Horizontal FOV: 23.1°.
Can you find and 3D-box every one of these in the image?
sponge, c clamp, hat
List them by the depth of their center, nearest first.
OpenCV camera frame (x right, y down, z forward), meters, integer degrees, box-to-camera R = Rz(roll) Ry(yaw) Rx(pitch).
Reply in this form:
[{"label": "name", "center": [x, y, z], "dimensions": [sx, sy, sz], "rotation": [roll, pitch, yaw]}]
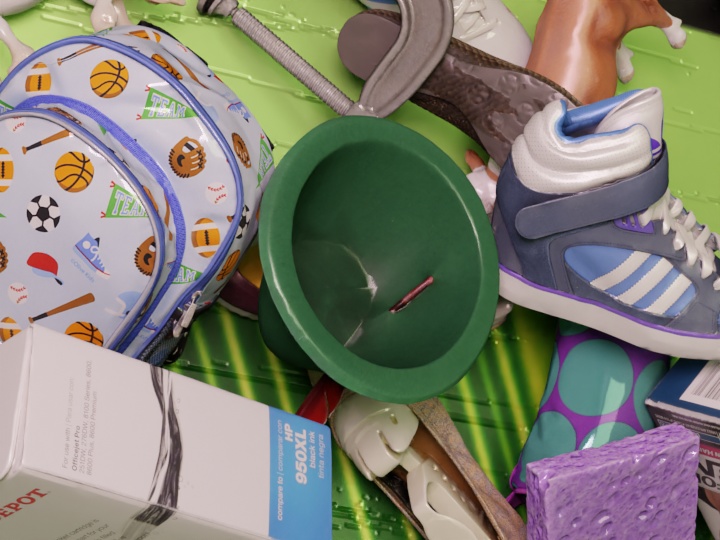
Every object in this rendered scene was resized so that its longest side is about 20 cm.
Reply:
[{"label": "hat", "center": [-0.035, 0.026, 1.062], "dimensions": [0.166, 0.176, 0.200], "rotation": [42, 53, -14]}, {"label": "sponge", "center": [0.158, 0.197, 1.106], "dimensions": [0.111, 0.030, 0.201], "rotation": [-14, 117, -23]}, {"label": "c clamp", "center": [-0.031, -0.151, 1.122], "dimensions": [0.200, 0.171, 0.027], "rotation": [46, 23, 6]}]

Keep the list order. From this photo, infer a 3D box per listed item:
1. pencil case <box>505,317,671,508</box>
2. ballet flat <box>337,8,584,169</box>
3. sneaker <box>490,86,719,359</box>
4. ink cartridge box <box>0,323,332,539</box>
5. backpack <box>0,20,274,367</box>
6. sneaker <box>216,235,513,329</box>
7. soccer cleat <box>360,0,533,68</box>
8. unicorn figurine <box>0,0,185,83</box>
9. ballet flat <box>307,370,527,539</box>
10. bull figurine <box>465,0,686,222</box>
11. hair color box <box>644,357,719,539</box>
[{"label": "pencil case", "center": [0.155, 0.067, 1.158], "dimensions": [0.092, 0.085, 0.201], "rotation": [8, 74, 18]}, {"label": "ballet flat", "center": [0.076, -0.111, 1.130], "dimensions": [0.199, 0.046, 0.068], "rotation": [28, 110, 14]}, {"label": "sneaker", "center": [0.180, -0.035, 1.062], "dimensions": [0.199, 0.147, 0.081], "rotation": [14, 33, -4]}, {"label": "ink cartridge box", "center": [-0.135, 0.116, 0.951], "dimensions": [0.199, 0.144, 0.085], "rotation": [23, 53, -36]}, {"label": "backpack", "center": [-0.149, -0.039, 0.988], "dimensions": [0.200, 0.154, 0.191], "rotation": [40, 103, -3]}, {"label": "sneaker", "center": [0.000, 0.000, 1.106], "dimensions": [0.199, 0.090, 0.075], "rotation": [10, 74, -21]}, {"label": "soccer cleat", "center": [0.043, -0.187, 1.165], "dimensions": [0.200, 0.086, 0.070], "rotation": [35, 69, -12]}, {"label": "unicorn figurine", "center": [-0.218, -0.175, 1.075], "dimensions": [0.199, 0.074, 0.138], "rotation": [-18, 76, -38]}, {"label": "ballet flat", "center": [0.035, 0.122, 1.100], "dimensions": [0.200, 0.068, 0.067], "rotation": [47, 25, -6]}, {"label": "bull figurine", "center": [0.141, -0.107, 1.181], "dimensions": [0.121, 0.065, 0.201], "rotation": [17, 96, -40]}, {"label": "hair color box", "center": [0.271, 0.145, 1.139], "dimensions": [0.061, 0.100, 0.200], "rotation": [-46, 122, -23]}]
